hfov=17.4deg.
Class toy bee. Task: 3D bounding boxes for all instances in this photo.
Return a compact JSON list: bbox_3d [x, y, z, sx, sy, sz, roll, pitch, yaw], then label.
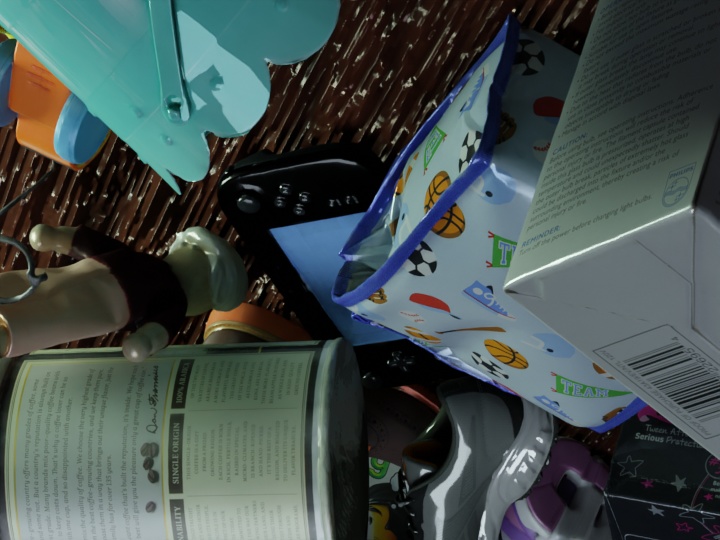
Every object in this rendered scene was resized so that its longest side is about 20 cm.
[{"bbox_3d":[-0.161,-0.099,1.251,0.131,0.109,0.200,42,124,0],"label":"toy bee"}]

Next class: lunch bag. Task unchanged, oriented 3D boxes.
[{"bbox_3d":[0.094,-0.011,1.200,0.169,0.124,0.200,26,139,-9],"label":"lunch bag"}]

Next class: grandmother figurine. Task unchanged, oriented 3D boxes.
[{"bbox_3d":[-0.149,0.014,1.342,0.122,0.199,0.061,54,134,27],"label":"grandmother figurine"}]

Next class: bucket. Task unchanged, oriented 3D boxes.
[{"bbox_3d":[-0.070,-0.152,1.020,0.135,0.208,0.207,38,144,-11],"label":"bucket"}]

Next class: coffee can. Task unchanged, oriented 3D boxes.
[{"bbox_3d":[-0.103,0.114,1.348,0.199,0.147,0.147,-2,143,9],"label":"coffee can"}]

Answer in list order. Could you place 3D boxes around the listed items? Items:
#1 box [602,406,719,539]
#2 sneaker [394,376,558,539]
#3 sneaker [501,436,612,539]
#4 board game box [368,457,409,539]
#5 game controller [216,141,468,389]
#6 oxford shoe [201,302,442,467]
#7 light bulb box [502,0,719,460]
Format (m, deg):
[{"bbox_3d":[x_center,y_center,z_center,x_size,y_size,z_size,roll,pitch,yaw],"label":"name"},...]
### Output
[{"bbox_3d":[0.251,0.127,1.316,0.199,0.115,0.132,9,146,20],"label":"box"},{"bbox_3d":[0.050,0.145,1.424,0.079,0.074,0.201,11,117,-18],"label":"sneaker"},{"bbox_3d":[0.159,0.183,1.487,0.200,0.081,0.088,39,148,-16],"label":"sneaker"},{"bbox_3d":[-0.063,0.147,1.503,0.199,0.127,0.035,19,158,3],"label":"board game box"},{"bbox_3d":[0.000,0.000,1.338,0.104,0.042,0.200,-2,141,31],"label":"game controller"},{"bbox_3d":[-0.015,0.096,1.454,0.199,0.073,0.071,26,146,-8],"label":"oxford shoe"},{"bbox_3d":[0.193,-0.035,1.038,0.198,0.201,0.125,38,145,-24],"label":"light bulb box"}]
